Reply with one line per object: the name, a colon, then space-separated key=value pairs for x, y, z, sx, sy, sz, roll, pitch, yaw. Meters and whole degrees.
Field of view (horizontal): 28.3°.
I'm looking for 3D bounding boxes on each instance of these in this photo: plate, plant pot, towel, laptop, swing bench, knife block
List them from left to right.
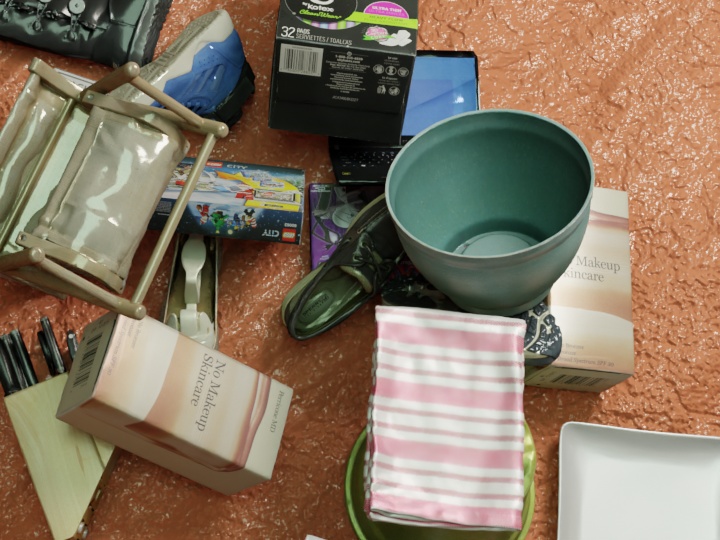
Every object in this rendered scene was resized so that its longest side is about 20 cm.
knife block: x=-0.321 y=0.153 z=1.417 sx=0.174 sy=0.064 sz=0.201 roll=22 pitch=71 yaw=2
swing bench: x=-0.258 y=-0.080 z=1.328 sx=0.129 sy=0.199 sz=0.200 roll=33 pitch=76 yaw=-38
laptop: x=0.055 y=-0.167 z=1.539 sx=0.175 sy=0.200 sz=0.104 roll=0 pitch=111 yaw=-5
towel: x=0.079 y=0.131 z=1.288 sx=0.145 sy=0.030 sz=0.202 roll=5 pitch=71 yaw=-5
plant pot: x=0.090 y=0.195 z=1.380 sx=0.198 sy=0.184 sz=0.202 roll=2 pitch=70 yaw=-5
plant pot: x=0.130 y=-0.041 z=1.395 sx=0.198 sy=0.135 sz=0.202 roll=-6 pitch=46 yaw=6
plate: x=0.294 y=0.264 z=1.458 sx=0.198 sy=0.032 sz=0.202 roll=6 pitch=72 yaw=-4

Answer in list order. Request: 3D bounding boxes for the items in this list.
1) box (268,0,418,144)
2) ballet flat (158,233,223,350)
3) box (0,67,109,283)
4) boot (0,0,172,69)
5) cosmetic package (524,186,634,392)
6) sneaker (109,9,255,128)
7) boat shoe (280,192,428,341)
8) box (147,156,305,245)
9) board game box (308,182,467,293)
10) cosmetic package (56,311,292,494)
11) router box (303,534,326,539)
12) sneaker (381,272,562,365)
box: x=-0.016 y=-0.252 z=1.517 sx=0.147 sy=0.125 sz=0.201 roll=7 pitch=46 yaw=-3
ballet flat: x=-0.176 y=0.035 z=1.469 sx=0.067 sy=0.067 sz=0.202 roll=2 pitch=72 yaw=-6
box: x=-0.318 y=-0.092 z=1.472 sx=0.060 sy=0.117 sz=0.202 roll=17 pitch=70 yaw=0
boot: x=-0.314 y=-0.311 z=1.579 sx=0.198 sy=0.066 sz=0.166 roll=14 pitch=69 yaw=4
cosmetic package: x=0.224 y=0.018 z=1.496 sx=0.102 sy=0.087 sz=0.202 roll=5 pitch=71 yaw=-16
sneaker: x=-0.181 y=-0.179 z=1.508 sx=0.200 sy=0.076 sz=0.112 roll=-52 pitch=124 yaw=-40
boat shoe: x=-0.001 y=0.000 z=1.461 sx=0.201 sy=0.066 sz=0.072 roll=-44 pitch=111 yaw=9
box: x=-0.157 y=-0.077 z=1.478 sx=0.198 sy=0.137 sz=0.038 roll=6 pitch=111 yaw=-3
board game box: x=0.044 y=-0.035 z=1.537 sx=0.198 sy=0.032 sz=0.121 roll=-1 pitch=76 yaw=-6
cosmetic package: x=-0.176 y=0.127 z=1.373 sx=0.199 sy=0.087 sz=0.104 roll=28 pitch=58 yaw=-27
router box: x=0.030 y=0.314 z=1.337 sx=0.198 sy=0.180 sz=0.049 roll=18 pitch=70 yaw=1
sneaker: x=0.117 y=0.064 z=1.456 sx=0.199 sy=0.087 sz=0.078 roll=17 pitch=45 yaw=30
